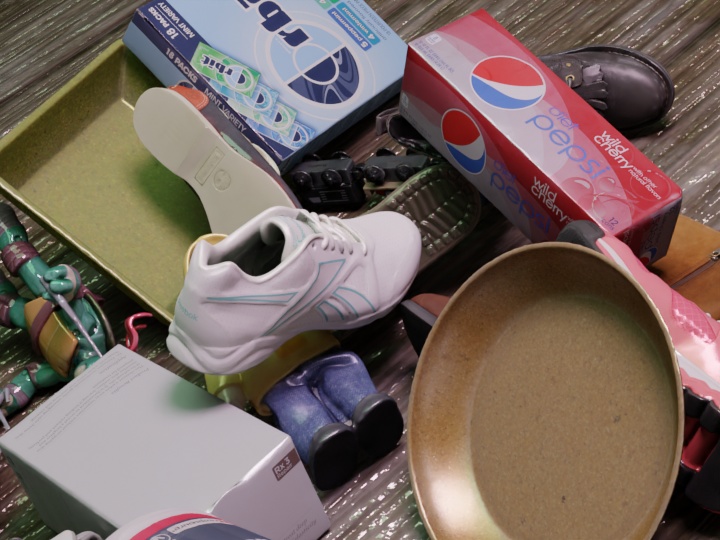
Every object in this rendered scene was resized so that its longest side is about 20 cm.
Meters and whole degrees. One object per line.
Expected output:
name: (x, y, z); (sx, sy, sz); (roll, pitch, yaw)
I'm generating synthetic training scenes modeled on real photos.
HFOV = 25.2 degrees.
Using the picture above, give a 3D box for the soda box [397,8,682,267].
soda box: (0.111, -0.077, 1.027); (0.070, 0.064, 0.200); (-28, 58, -27)

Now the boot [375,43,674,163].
boot: (0.123, -0.111, 1.162); (0.198, 0.070, 0.174); (5, 23, 13)

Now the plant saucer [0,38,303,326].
plant saucer: (-0.169, -0.061, 1.253); (0.200, 0.199, 0.048); (-51, -1, -43)

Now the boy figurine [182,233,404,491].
boy figurine: (-0.050, 0.048, 1.054); (0.124, 0.065, 0.200); (-30, 54, -14)

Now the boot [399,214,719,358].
boot: (0.146, 0.016, 1.028); (0.200, 0.069, 0.187); (-39, 36, -25)

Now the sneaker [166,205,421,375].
sneaker: (-0.031, -0.003, 1.006); (0.199, 0.081, 0.070); (-24, 49, -39)

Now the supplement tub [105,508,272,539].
supplement tub: (-0.047, 0.209, 0.797); (0.199, 0.141, 0.140); (13, 46, 42)

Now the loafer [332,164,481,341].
loafer: (0.000, 0.000, 1.137); (0.199, 0.076, 0.068); (-31, -7, 3)

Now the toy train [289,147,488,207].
toy train: (0.035, -0.070, 1.237); (0.198, 0.046, 0.034); (-2, 39, 30)

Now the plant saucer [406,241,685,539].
plant saucer: (0.107, 0.086, 0.893); (0.199, 0.035, 0.203); (-13, 72, 46)

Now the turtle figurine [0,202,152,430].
turtle figurine: (-0.234, 0.045, 1.183); (0.100, 0.151, 0.200); (4, 33, -48)

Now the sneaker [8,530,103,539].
sneaker: (-0.187, 0.195, 0.942); (0.199, 0.074, 0.089); (-7, 34, 44)

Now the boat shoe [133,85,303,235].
boat shoe: (-0.093, -0.063, 1.221); (0.071, 0.200, 0.062); (-47, -15, 18)

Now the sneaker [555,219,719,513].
sneaker: (0.182, 0.051, 0.921); (0.086, 0.074, 0.201); (-11, 53, -37)

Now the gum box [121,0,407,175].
gum box: (-0.069, -0.181, 1.331); (0.200, 0.170, 0.045); (-39, -7, -42)

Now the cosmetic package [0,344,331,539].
cosmetic package: (-0.126, 0.133, 1.009); (0.113, 0.082, 0.199); (-38, 37, -23)
